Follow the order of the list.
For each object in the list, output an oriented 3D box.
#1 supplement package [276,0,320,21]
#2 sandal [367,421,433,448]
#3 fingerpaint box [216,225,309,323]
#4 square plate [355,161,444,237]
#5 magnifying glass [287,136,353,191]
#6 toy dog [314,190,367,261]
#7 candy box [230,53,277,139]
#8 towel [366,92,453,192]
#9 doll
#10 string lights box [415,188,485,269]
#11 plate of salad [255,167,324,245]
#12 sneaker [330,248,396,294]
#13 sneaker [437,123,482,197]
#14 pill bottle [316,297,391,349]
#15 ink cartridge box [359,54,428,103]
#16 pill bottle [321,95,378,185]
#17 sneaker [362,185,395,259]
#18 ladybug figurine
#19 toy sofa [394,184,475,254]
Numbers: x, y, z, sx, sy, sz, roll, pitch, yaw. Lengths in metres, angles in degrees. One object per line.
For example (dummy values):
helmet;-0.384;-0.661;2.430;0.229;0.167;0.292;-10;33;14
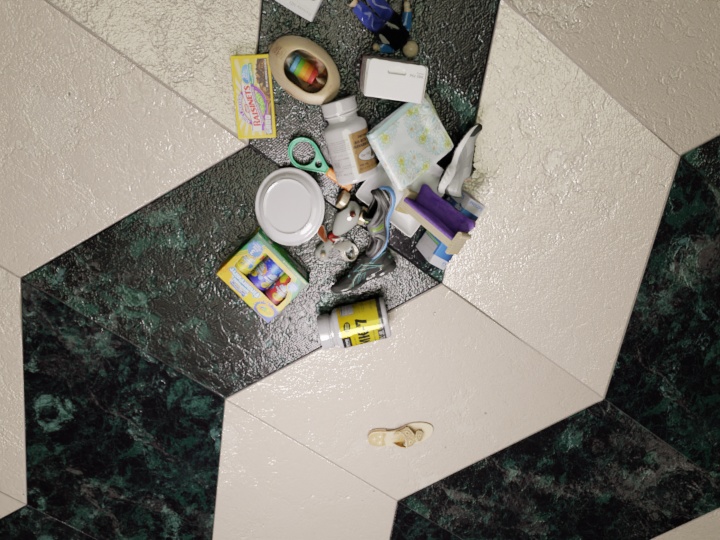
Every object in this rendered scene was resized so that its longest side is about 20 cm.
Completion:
supplement package;-0.116;-0.700;1.467;0.112;0.110;0.203;25;106;-11
sandal;0.126;0.522;1.935;0.206;0.070;0.080;-5;110;-2
fingerpaint box;-0.264;0.012;1.729;0.166;0.074;0.200;-41;107;11
square plate;0.118;-0.226;1.693;0.196;0.029;0.201;35;104;-15
magnifying glass;-0.104;-0.276;1.665;0.198;0.022;0.080;35;104;-16
toy dog;-0.051;-0.107;1.688;0.129;0.097;0.205;12;109;-7
candy box;-0.269;-0.438;1.596;0.099;0.026;0.205;-2;109;1
towel;0.129;-0.329;1.605;0.199;0.048;0.173;-39;110;-12
doll;0.069;-0.604;1.545;0.200;0.049;0.136;43;103;-15
string lights box;0.238;-0.116;1.694;0.058;0.103;0.202;24;108;-29
plate of salad;-0.186;-0.169;1.679;0.195;0.048;0.206;2;97;15
sneaker;0.000;0.000;1.749;0.197;0.075;0.081;-27;103;-4
sneaker;0.270;-0.284;1.641;0.078;0.074;0.204;25;95;2
pill bottle;-0.018;0.152;1.774;0.195;0.115;0.117;-14;110;2
ink cartridge box;0.074;-0.461;1.515;0.143;0.201;0.085;7;111;-5
pill bottle;-0.031;-0.330;1.600;0.112;0.115;0.204;-15;107;2
sneaker;0.037;-0.128;1.665;0.081;0.071;0.204;-3;121;-23
ladybug figurine;-0.139;-0.496;1.558;0.198;0.072;0.137;35;103;-14
toy sofa;0.192;-0.137;1.615;0.200;0.082;0.099;42;108;23
